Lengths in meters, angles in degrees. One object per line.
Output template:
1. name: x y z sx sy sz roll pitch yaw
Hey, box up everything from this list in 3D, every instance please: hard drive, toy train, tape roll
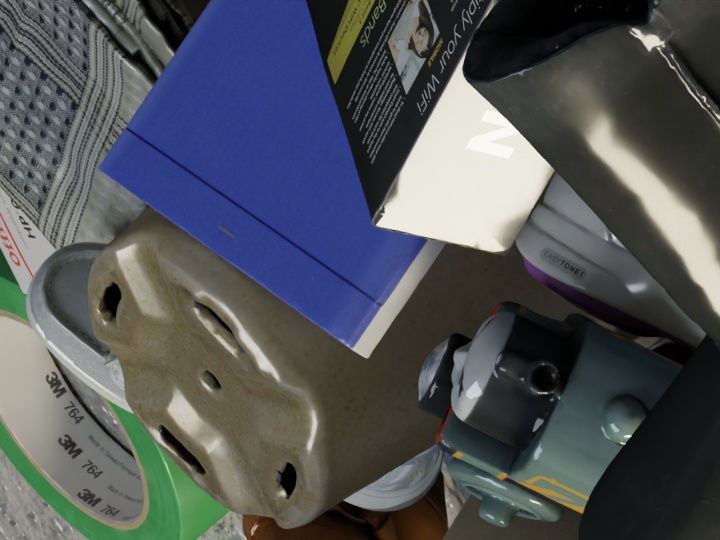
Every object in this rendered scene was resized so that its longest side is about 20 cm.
1. hard drive: 0.008 -0.086 0.999 0.132 0.200 0.025 34 180 30
2. toy train: 0.116 0.072 0.974 0.199 0.085 0.114 27 168 -2
3. tape roll: -0.153 0.072 1.550 0.200 0.048 0.201 36 147 28

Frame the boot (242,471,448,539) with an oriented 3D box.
1. boot: -0.042 0.102 1.261 0.200 0.155 0.077 40 119 -20

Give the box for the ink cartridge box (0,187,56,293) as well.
1. ink cartridge box: -0.137 -0.046 1.372 0.200 0.068 0.115 7 127 52

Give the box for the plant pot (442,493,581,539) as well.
1. plant pot: 0.094 0.212 1.070 0.177 0.200 0.200 24 146 15

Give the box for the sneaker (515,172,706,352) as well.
1. sneaker: 0.147 -0.007 0.960 0.200 0.100 0.075 26 -177 31

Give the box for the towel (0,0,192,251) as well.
1. towel: -0.149 -0.099 1.242 0.193 0.034 0.200 50 146 14

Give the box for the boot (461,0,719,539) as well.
1. boot: 0.091 -0.002 0.827 0.200 0.165 0.066 49 178 -42

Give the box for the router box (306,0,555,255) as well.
1. router box: 0.049 -0.132 0.866 0.200 0.052 0.158 -61 29 34

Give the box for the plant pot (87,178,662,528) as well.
1. plant pot: 0.000 0.000 1.105 0.200 0.183 0.201 36 148 27

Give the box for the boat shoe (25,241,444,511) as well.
1. boat shoe: -0.054 0.038 1.211 0.201 0.075 0.065 28 157 10

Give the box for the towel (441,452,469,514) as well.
1. towel: 0.073 0.122 1.240 0.147 0.024 0.200 50 165 52

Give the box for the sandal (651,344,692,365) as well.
1. sandal: 0.122 0.111 1.193 0.075 0.045 0.200 36 147 28
